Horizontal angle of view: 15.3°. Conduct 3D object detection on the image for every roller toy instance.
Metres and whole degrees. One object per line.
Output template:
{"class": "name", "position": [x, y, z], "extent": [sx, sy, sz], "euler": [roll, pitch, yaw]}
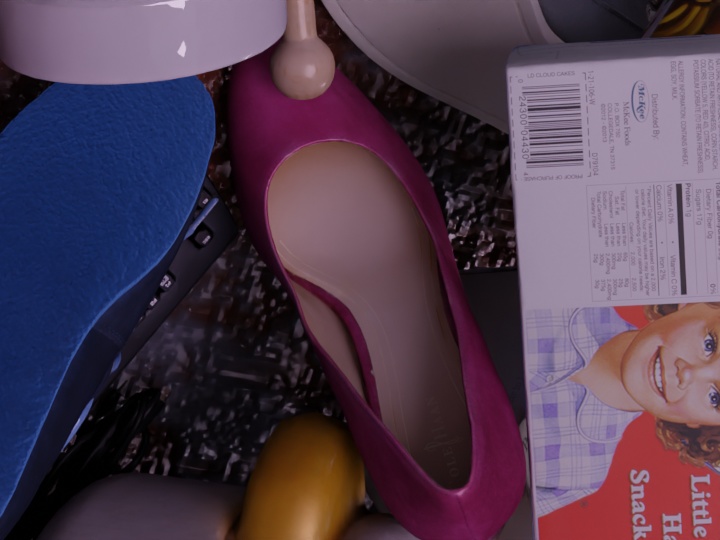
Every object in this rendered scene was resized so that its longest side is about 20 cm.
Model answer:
{"class": "roller toy", "position": [-0.041, 0.165, 0.917], "extent": [0.182, 0.140, 0.200], "euler": [77, 25, -56]}

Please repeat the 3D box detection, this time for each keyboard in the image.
{"class": "keyboard", "position": [-0.112, 0.046, 0.934], "extent": [0.200, 0.040, 0.104], "euler": [-50, 123, -4]}

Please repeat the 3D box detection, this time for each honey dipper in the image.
{"class": "honey dipper", "position": [-0.028, -0.155, 0.893], "extent": [0.038, 0.038, 0.200], "euler": [-11, 105, -26]}

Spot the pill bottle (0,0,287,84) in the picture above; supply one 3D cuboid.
{"class": "pill bottle", "position": [-0.077, -0.166, 0.829], "extent": [0.113, 0.113, 0.200], "euler": [-16, 115, -24]}

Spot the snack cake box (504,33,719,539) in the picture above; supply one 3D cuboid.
{"class": "snack cake box", "position": [0.111, 0.024, 0.889], "extent": [0.115, 0.067, 0.200], "euler": [-3, 99, 6]}

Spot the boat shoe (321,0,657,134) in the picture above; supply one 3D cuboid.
{"class": "boat shoe", "position": [0.054, -0.097, 0.976], "extent": [0.200, 0.073, 0.062], "euler": [35, 46, -28]}

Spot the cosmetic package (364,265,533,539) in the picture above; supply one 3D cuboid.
{"class": "cosmetic package", "position": [0.081, 0.104, 1.024], "extent": [0.200, 0.073, 0.104], "euler": [61, 41, -33]}

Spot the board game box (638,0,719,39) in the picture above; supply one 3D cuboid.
{"class": "board game box", "position": [0.192, -0.042, 0.949], "extent": [0.200, 0.035, 0.126], "euler": [34, 70, 0]}

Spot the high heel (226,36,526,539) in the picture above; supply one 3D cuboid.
{"class": "high heel", "position": [0.000, 0.000, 0.895], "extent": [0.067, 0.096, 0.200], "euler": [-18, 75, 0]}

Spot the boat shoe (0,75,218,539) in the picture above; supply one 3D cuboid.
{"class": "boat shoe", "position": [-0.115, 0.014, 0.884], "extent": [0.084, 0.069, 0.200], "euler": [31, 63, 3]}
